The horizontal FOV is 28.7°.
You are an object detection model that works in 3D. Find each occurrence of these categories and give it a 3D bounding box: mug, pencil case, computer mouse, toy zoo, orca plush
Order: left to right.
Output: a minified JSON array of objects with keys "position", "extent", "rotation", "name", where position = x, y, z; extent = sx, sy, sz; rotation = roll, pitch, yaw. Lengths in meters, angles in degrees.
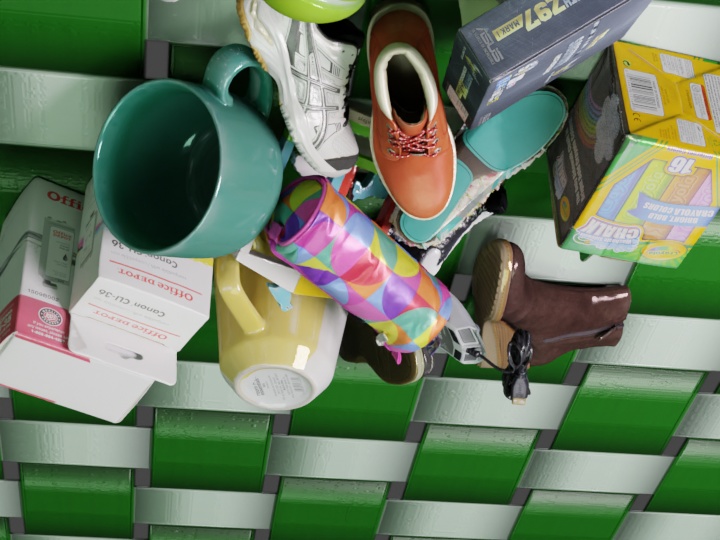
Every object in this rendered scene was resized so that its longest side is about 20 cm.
[{"position":[-0.131,-0.092,1.234],"extent":[0.184,0.153,0.114],"rotation":[-24,164,31],"name":"mug"},{"position":[-0.095,0.047,1.408],"extent":[0.186,0.154,0.149],"rotation":[26,138,-28],"name":"mug"},{"position":[-0.034,-0.054,1.309],"extent":[0.131,0.020,0.201],"rotation":[18,104,-23],"name":"toy zoo"},{"position":[0.000,0.000,1.280],"extent":[0.088,0.089,0.200],"rotation":[-28,125,30],"name":"pencil case"},{"position":[0.051,-0.022,1.360],"extent":[0.199,0.106,0.071],"rotation":[-27,150,27],"name":"orca plush"},{"position":[0.104,0.057,1.452],"extent":[0.044,0.200,0.110],"rotation":[-42,146,-20],"name":"computer mouse"}]

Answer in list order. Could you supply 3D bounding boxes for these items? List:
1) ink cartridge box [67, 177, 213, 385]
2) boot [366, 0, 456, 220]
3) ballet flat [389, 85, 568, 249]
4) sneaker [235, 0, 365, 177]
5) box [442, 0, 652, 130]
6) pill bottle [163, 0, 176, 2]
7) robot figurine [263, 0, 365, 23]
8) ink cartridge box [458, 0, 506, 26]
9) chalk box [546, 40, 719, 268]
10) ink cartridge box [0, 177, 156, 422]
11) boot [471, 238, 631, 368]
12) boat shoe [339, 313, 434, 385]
[{"position":[-0.200,-0.004,1.307],"extent":[0.116,0.201,0.067],"rotation":[21,137,-26],"name":"ink cartridge box"},{"position":[0.041,-0.119,1.195],"extent":[0.075,0.107,0.201],"rotation":[-10,120,4],"name":"boot"},{"position":[0.104,-0.101,1.295],"extent":[0.200,0.064,0.076],"rotation":[-40,97,7],"name":"ballet flat"},{"position":[-0.030,-0.166,1.193],"extent":[0.087,0.076,0.201],"rotation":[-18,128,11],"name":"sneaker"},{"position":[0.146,-0.184,1.091],"extent":[0.157,0.051,0.200],"rotation":[-32,177,-3],"name":"box"},{"position":[-0.205,-0.285,1.028],"extent":[0.199,0.111,0.111],"rotation":[21,136,-26],"name":"pill bottle"},{"position":[-0.016,-0.268,1.048],"extent":[0.175,0.116,0.200],"rotation":[9,140,-34],"name":"robot figurine"},{"position":[0.126,-0.278,1.041],"extent":[0.067,0.118,0.200],"rotation":[29,132,-36],"name":"ink cartridge box"},{"position":[0.250,-0.088,1.279],"extent":[0.123,0.125,0.200],"rotation":[9,141,-12],"name":"chalk box"},{"position":[-0.273,0.026,1.344],"extent":[0.146,0.201,0.083],"rotation":[22,132,-27],"name":"ink cartridge box"},{"position":[0.204,0.027,1.485],"extent":[0.165,0.073,0.201],"rotation":[-10,141,-9],"name":"boot"},{"position":[0.035,0.072,1.462],"extent":[0.066,0.072,0.201],"rotation":[-9,-173,-22],"name":"boat shoe"}]
